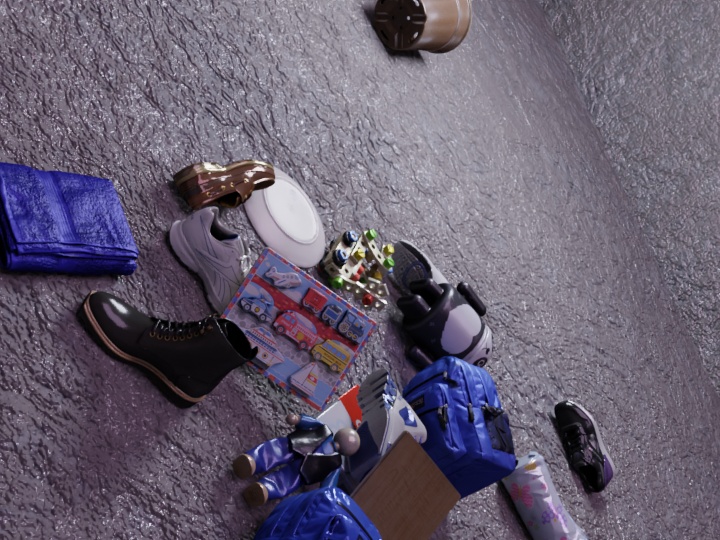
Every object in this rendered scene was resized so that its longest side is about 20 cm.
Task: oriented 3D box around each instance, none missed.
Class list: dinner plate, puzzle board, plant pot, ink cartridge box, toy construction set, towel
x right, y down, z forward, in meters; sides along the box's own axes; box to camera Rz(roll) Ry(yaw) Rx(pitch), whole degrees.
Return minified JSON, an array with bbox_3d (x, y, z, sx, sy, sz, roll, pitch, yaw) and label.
[{"bbox_3d":[-0.123,-0.098,1.666,0.200,0.024,0.202,38,34,-32],"label":"dinner plate"},{"bbox_3d":[0.039,0.345,1.368,0.200,0.017,0.151,-47,119,-17],"label":"puzzle board"},{"bbox_3d":[0.143,-0.629,2.408,0.197,0.199,0.202,-24,83,-53],"label":"plant pot"},{"bbox_3d":[0.004,0.268,1.489,0.161,0.047,0.199,59,32,2],"label":"ink cartridge box"},{"bbox_3d":[0.000,0.000,1.702,0.131,0.092,0.201,49,20,-16],"label":"toy construction set"},{"bbox_3d":[-0.094,0.086,1.392,0.199,0.152,0.017,35,-6,-14],"label":"puzzle board"},{"bbox_3d":[-0.373,-0.066,1.231,0.199,0.049,0.149,5,59,-55],"label":"towel"}]

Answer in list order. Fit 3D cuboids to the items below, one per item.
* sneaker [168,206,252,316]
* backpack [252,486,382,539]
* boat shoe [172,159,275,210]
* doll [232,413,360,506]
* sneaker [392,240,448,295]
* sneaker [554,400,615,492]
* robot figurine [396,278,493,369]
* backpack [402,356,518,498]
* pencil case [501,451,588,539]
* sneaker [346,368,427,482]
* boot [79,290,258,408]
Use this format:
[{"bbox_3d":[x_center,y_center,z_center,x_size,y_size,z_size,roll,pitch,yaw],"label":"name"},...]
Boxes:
[{"bbox_3d":[-0.190,-0.001,1.410,0.201,0.087,0.075,52,28,-13],"label":"sneaker"},{"bbox_3d":[-0.048,0.371,1.193,0.164,0.166,0.200,57,35,-15],"label":"backpack"},{"bbox_3d":[-0.205,-0.129,1.529,0.199,0.072,0.068,-12,77,-53],"label":"boat shoe"},{"bbox_3d":[-0.077,0.262,1.336,0.198,0.048,0.138,-15,75,-45],"label":"doll"},{"bbox_3d":[0.124,0.021,1.882,0.201,0.074,0.087,53,17,-21],"label":"sneaker"},{"bbox_3d":[0.470,0.373,2.074,0.202,0.075,0.087,59,36,1],"label":"sneaker"},{"bbox_3d":[0.158,0.105,1.794,0.200,0.150,0.125,48,15,-17],"label":"robot figurine"},{"bbox_3d":[0.149,0.243,1.599,0.167,0.161,0.202,30,41,-40],"label":"backpack"},{"bbox_3d":[0.335,0.436,1.791,0.202,0.090,0.083,60,30,6],"label":"pencil case"},{"bbox_3d":[0.050,0.246,1.462,0.115,0.080,0.200,45,28,-20],"label":"sneaker"},{"bbox_3d":[-0.235,0.071,1.222,0.200,0.138,0.078,41,34,-25],"label":"boot"}]
